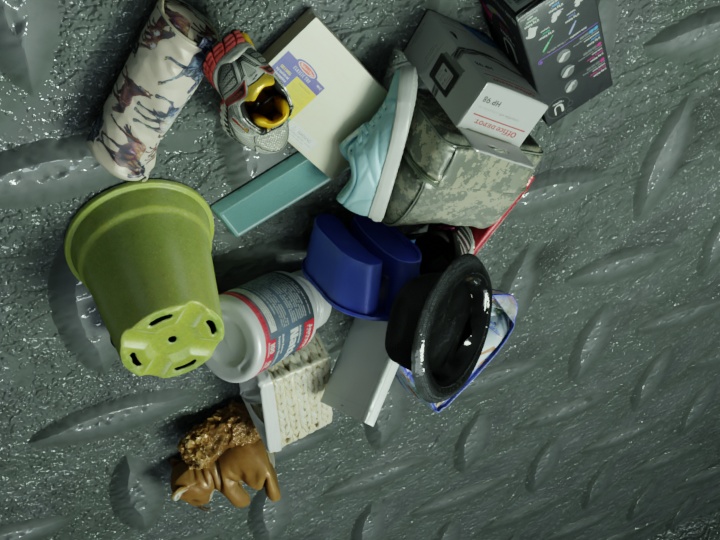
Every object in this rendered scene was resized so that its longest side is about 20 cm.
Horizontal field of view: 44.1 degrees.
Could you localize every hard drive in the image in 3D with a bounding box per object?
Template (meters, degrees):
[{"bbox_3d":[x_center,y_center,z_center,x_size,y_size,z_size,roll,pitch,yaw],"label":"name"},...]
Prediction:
[{"bbox_3d":[0.017,0.117,1.312,0.026,0.131,0.203,28,81,-31],"label":"hard drive"}]

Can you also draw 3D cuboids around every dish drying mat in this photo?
[{"bbox_3d":[0.191,-0.077,1.363,0.018,0.077,0.201,29,108,-26],"label":"dish drying mat"}]

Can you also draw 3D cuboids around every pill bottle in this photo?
[{"bbox_3d":[-0.129,0.068,1.256,0.199,0.119,0.120,-27,155,-54],"label":"pill bottle"}]

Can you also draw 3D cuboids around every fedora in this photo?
[{"bbox_3d":[0.095,0.069,1.170,0.199,0.090,0.205,-21,117,-50],"label":"fedora"}]

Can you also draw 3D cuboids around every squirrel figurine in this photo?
[{"bbox_3d":[-0.249,0.320,1.527,0.183,0.143,0.203,-17,128,2],"label":"squirrel figurine"}]

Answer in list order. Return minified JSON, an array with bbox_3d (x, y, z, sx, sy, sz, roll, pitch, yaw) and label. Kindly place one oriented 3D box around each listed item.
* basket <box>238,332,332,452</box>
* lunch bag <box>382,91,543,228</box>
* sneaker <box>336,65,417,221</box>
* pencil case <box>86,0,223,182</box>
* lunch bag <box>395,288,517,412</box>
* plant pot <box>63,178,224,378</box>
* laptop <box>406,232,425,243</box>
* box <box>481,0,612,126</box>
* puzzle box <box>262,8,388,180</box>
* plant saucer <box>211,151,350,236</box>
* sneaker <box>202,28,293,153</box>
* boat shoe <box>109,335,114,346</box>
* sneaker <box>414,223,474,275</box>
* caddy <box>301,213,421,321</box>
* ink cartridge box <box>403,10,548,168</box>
[{"bbox_3d":[-0.122,0.169,1.411,0.121,0.136,0.202,-19,141,-18],"label":"basket"},{"bbox_3d":[0.122,-0.134,1.214,0.197,0.140,0.170,0,129,-34],"label":"lunch bag"},{"bbox_3d":[0.016,-0.162,1.112,0.080,0.074,0.204,15,110,0],"label":"sneaker"},{"bbox_3d":[-0.225,-0.193,0.977,0.088,0.078,0.201,28,117,-20],"label":"pencil case"},{"bbox_3d":[0.134,0.096,1.360,0.199,0.170,0.125,-40,103,-7],"label":"lunch bag"},{"bbox_3d":[-0.256,0.023,1.115,0.196,0.186,0.203,-17,141,-14],"label":"plant pot"},{"bbox_3d":[0.088,0.051,1.432,0.174,0.205,0.103,-8,175,-23],"label":"laptop"},{"bbox_3d":[0.228,-0.302,1.109,0.105,0.123,0.201,-32,142,4],"label":"box"},{"bbox_3d":[-0.047,-0.212,1.099,0.132,0.026,0.199,-39,136,12],"label":"puzzle box"},{"bbox_3d":[-0.102,-0.113,1.198,0.198,0.019,0.070,-31,142,3],"label":"plant saucer"},{"bbox_3d":[-0.115,-0.176,0.987,0.078,0.082,0.200,-41,162,-5],"label":"sneaker"},{"bbox_3d":[-0.264,0.077,1.264,0.197,0.076,0.062,-6,149,-34],"label":"boat shoe"},{"bbox_3d":[0.121,-0.038,1.295,0.072,0.202,0.088,-10,130,18],"label":"sneaker"},{"bbox_3d":[0.000,0.000,1.254,0.139,0.200,0.107,-4,120,-29],"label":"caddy"},{"bbox_3d":[0.148,-0.222,1.084,0.114,0.202,0.067,9,129,-39],"label":"ink cartridge box"}]
